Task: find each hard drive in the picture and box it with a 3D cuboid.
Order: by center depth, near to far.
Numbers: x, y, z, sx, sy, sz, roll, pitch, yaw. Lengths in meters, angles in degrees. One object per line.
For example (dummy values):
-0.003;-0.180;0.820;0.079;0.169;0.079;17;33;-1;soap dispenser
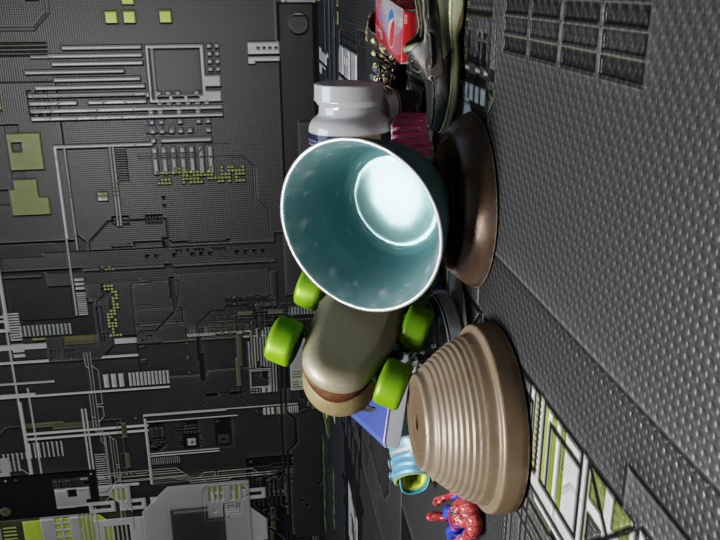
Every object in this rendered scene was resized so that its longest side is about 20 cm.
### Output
0.027;0.178;1.208;0.200;0.025;0.132;-171;89;-75;hard drive

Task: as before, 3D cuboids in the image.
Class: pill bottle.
-0.014;-0.157;1.102;0.116;0.116;0.200;-114;21;-70;pill bottle

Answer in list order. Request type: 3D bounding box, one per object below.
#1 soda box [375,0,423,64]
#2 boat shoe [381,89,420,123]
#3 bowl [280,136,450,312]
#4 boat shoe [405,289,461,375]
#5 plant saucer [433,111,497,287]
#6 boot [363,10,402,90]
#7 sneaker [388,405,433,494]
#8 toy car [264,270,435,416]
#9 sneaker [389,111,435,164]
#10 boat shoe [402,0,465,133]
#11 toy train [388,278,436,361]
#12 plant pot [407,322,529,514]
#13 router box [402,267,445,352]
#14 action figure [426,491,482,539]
0.065;-0.325;1.055;0.200;0.063;0.070;-110;18;-64;soda box
0.058;-0.163;1.167;0.071;0.064;0.200;-127;35;-55;boat shoe
0.022;-0.065;0.897;0.105;0.201;0.201;-37;-45;-51;bowl
0.092;0.123;1.005;0.074;0.068;0.200;130;137;-78;boat shoe
0.113;-0.080;0.917;0.200;0.032;0.201;177;90;-83;plant saucer
0.040;-0.295;1.240;0.151;0.073;0.200;95;174;-46;boot
0.065;0.274;1.234;0.200;0.079;0.131;126;141;-79;sneaker
-0.017;0.115;0.986;0.200;0.164;0.158;100;-166;-55;toy car
0.065;-0.129;1.033;0.200;0.074;0.088;-75;-22;-54;sneaker
0.082;-0.261;0.936;0.072;0.066;0.201;-105;16;-66;boat shoe
0.045;0.068;1.025;0.042;0.056;0.200;-65;-5;-65;toy train
0.104;0.158;0.850;0.201;0.093;0.201;177;90;-81;plant pot
0.072;0.011;1.170;0.200;0.052;0.157;102;162;-62;router box
0.116;0.312;0.997;0.200;0.052;0.066;107;163;-62;action figure
